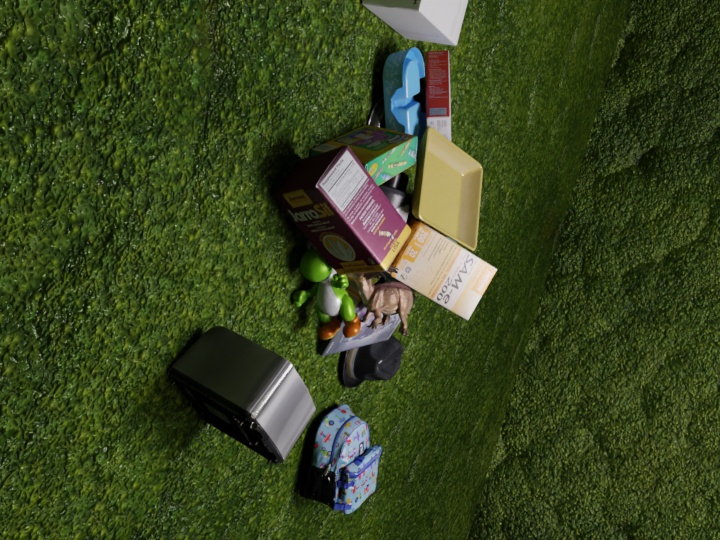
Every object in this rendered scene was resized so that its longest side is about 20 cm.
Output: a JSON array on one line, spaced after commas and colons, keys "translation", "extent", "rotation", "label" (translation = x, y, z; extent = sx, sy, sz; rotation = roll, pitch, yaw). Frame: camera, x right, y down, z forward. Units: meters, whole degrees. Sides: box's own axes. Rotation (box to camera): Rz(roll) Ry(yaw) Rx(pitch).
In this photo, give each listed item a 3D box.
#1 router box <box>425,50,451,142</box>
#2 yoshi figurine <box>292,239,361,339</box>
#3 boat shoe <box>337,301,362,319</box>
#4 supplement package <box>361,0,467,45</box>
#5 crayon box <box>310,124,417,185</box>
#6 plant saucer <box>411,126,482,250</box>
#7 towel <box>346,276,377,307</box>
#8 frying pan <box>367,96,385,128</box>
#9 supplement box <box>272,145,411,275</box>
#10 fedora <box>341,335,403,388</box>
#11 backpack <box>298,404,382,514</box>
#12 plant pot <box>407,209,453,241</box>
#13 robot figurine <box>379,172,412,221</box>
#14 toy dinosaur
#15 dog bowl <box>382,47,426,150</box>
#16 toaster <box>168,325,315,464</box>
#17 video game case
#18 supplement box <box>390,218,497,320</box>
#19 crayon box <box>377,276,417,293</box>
[{"translation": [0.169, -0.333, 1.554], "extent": [0.200, 0.048, 0.181], "rotation": [75, 15, -60], "label": "router box"}, {"translation": [-0.067, 0.034, 1.352], "extent": [0.112, 0.112, 0.201], "rotation": [-21, 106, -19], "label": "yoshi figurine"}, {"translation": [-0.023, 0.085, 1.544], "extent": [0.073, 0.063, 0.200], "rotation": [-41, 151, 4], "label": "boat shoe"}, {"translation": [0.109, -0.513, 1.346], "extent": [0.200, 0.121, 0.121], "rotation": [2, 104, -64], "label": "supplement package"}, {"translation": [0.009, -0.211, 1.342], "extent": [0.200, 0.118, 0.059], "rotation": [-36, 137, -50], "label": "crayon box"}, {"translation": [0.171, -0.161, 1.484], "extent": [0.199, 0.048, 0.201], "rotation": [26, 65, -43], "label": "plant saucer"}, {"translation": [0.000, 0.000, 1.502], "extent": [0.200, 0.086, 0.018], "rotation": [-47, 170, -42], "label": "towel"}, {"translation": [0.065, -0.330, 1.487], "extent": [0.191, 0.031, 0.115], "rotation": [-63, 154, -13], "label": "frying pan"}, {"translation": [-0.030, -0.097, 1.236], "extent": [0.200, 0.130, 0.103], "rotation": [50, 58, -26], "label": "supplement box"}, {"translation": [0.040, 0.198, 1.687], "extent": [0.200, 0.091, 0.202], "rotation": [-42, 141, -47], "label": "fedora"}, {"translation": [-0.036, 0.414, 1.633], "extent": [0.182, 0.134, 0.202], "rotation": [-13, 115, -61], "label": "backpack"}, {"translation": [0.147, -0.095, 1.639], "extent": [0.200, 0.140, 0.143], "rotation": [-30, 114, -65], "label": "plant pot"}, {"translation": [0.034, -0.106, 1.446], "extent": [0.149, 0.125, 0.201], "rotation": [15, 93, -24], "label": "robot figurine"}, {"translation": [0.055, 0.048, 1.426], "extent": [0.199, 0.086, 0.137], "rotation": [16, 91, -43], "label": "toy dinosaur"}, {"translation": [0.087, -0.337, 1.437], "extent": [0.111, 0.049, 0.201], "rotation": [-42, 133, -54], "label": "dog bowl"}, {"translation": [-0.177, 0.201, 1.144], "extent": [0.119, 0.199, 0.181], "rotation": [-53, 148, -25], "label": "toaster"}, {"translation": [0.016, 0.114, 1.544], "extent": [0.199, 0.019, 0.143], "rotation": [-8, 141, -41], "label": "video game case"}, {"translation": [0.163, -0.002, 1.493], "extent": [0.127, 0.199, 0.074], "rotation": [-60, -164, 2], "label": "supplement box"}, {"translation": [0.127, 0.020, 1.597], "extent": [0.198, 0.126, 0.052], "rotation": [-6, 92, -18], "label": "crayon box"}]
